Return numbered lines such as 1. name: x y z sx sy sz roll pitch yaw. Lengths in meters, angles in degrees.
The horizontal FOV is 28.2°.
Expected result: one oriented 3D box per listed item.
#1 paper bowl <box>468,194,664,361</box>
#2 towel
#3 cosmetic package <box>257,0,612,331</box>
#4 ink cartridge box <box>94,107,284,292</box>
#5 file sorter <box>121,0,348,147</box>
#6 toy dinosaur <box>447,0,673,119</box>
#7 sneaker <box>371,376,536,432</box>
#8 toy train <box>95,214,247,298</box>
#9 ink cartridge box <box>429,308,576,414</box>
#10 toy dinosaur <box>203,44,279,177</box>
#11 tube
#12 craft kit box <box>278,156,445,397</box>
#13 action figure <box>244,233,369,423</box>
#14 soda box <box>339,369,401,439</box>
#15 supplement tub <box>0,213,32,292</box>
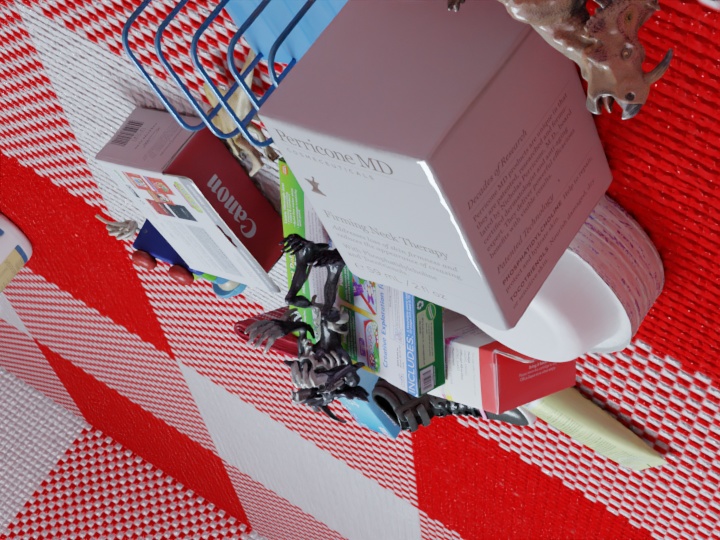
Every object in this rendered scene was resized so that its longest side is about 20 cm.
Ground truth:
1. paper bowl: 0.152 0.002 1.244 0.201 0.104 0.201 31 160 12
2. towel: -0.028 0.065 1.582 0.145 0.023 0.200 17 -162 29
3. cosmetic package: 0.063 -0.094 1.087 0.167 0.166 0.200 20 153 38
4. ink cartridge box: -0.170 -0.078 1.609 0.175 0.084 0.200 16 152 44
5. file sorter: -0.079 -0.181 1.187 0.200 0.123 0.139 17 152 43
6. toy dinosaur: 0.124 -0.202 0.888 0.135 0.086 0.200 5 128 37
7. sneaker: 0.101 0.159 1.673 0.200 0.099 0.071 24 155 26
8. toy train: -0.242 -0.027 1.859 0.200 0.085 0.116 20 167 37
9. ink cartridge box: 0.131 0.086 1.424 0.200 0.116 0.067 13 112 48
10. toy dinosaur: -0.116 -0.149 1.394 0.101 0.058 0.200 49 160 -1
11. tube: 0.233 0.156 1.540 0.200 0.052 0.058 34 -159 -4
12. craft kit box: 0.000 0.000 1.410 0.197 0.048 0.200 22 125 42
13. action figure: -0.052 0.068 1.394 0.119 0.102 0.200 24 123 42
14. soda box: -0.004 0.125 1.811 0.064 0.068 0.200 15 151 43
15. supplement tub: -0.661 -0.002 2.394 0.145 0.200 0.145 31 159 14
